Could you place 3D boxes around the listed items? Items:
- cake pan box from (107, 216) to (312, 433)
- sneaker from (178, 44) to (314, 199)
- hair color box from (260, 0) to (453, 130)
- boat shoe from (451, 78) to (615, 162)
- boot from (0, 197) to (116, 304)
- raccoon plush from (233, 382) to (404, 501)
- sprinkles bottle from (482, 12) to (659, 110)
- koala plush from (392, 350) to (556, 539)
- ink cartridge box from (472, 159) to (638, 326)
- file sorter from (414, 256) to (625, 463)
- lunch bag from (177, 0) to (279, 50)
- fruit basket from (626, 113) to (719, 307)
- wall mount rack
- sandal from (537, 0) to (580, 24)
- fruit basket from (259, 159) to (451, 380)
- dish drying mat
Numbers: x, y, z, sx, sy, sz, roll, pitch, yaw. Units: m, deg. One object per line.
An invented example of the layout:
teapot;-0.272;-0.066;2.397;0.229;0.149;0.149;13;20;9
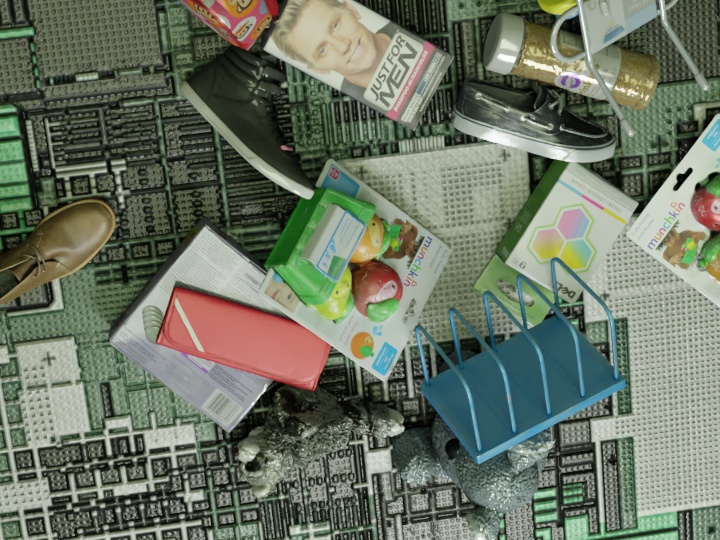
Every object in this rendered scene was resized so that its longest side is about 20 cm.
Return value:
cake pan box;-0.168;0.068;1.703;0.200;0.052;0.185;38;99;-15
sneaker;-0.105;-0.175;1.611;0.200;0.071;0.099;45;96;10
hair color box;-0.005;-0.251;1.633;0.199;0.061;0.101;26;100;-12
boat shoe;0.208;-0.181;1.669;0.198;0.072;0.068;14;121;-3
boot;-0.368;-0.012;1.644;0.199;0.075;0.074;-32;105;1
raccoon plush;-0.055;0.222;1.739;0.198;0.097;0.135;17;117;-14
sprinkles bottle;0.245;-0.243;1.663;0.198;0.068;0.069;13;103;-11
koala plush;0.159;0.225;1.708;0.183;0.200;0.178;29;99;-14
ink cartridge box;0.233;-0.029;1.722;0.103;0.059;0.201;30;99;-14
file sorter;0.177;0.094;1.628;0.199;0.139;0.123;-26;131;-13
lunch bag;-0.181;-0.322;1.533;0.200;0.176;0.082;40;89;7
fruit basket;0.454;-0.057;1.728;0.199;0.094;0.186;36;98;-11
wall mount rack;0.315;-0.262;1.615;0.199;0.074;0.175;-30;126;-17
sandal;0.289;-0.357;1.643;0.200;0.079;0.087;-46;135;2
fruit basket;0.000;0.000;1.661;0.199;0.094;0.186;34;73;-19
dish drying mat;-0.134;0.081;1.676;0.198;0.018;0.077;18;101;-12
